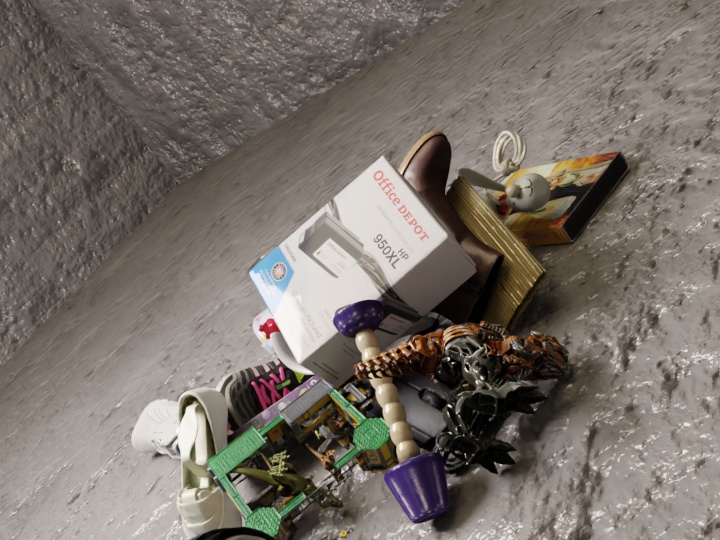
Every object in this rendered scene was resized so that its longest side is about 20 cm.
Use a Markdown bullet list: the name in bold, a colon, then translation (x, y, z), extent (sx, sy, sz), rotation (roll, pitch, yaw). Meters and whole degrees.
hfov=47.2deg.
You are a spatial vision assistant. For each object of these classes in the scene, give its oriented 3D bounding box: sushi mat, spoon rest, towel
- **sushi mat**: translation (0.135, -0.019, 0.937), extent (0.096, 0.012, 0.200), rotation (-61, 37, 26)
- **spoon rest**: translation (-0.009, 0.083, 0.956), extent (0.198, 0.061, 0.099), rotation (-14, -9, 26)
- **towel**: translation (-0.035, 0.049, 1.084), extent (0.198, 0.023, 0.145), rotation (-18, -3, -12)

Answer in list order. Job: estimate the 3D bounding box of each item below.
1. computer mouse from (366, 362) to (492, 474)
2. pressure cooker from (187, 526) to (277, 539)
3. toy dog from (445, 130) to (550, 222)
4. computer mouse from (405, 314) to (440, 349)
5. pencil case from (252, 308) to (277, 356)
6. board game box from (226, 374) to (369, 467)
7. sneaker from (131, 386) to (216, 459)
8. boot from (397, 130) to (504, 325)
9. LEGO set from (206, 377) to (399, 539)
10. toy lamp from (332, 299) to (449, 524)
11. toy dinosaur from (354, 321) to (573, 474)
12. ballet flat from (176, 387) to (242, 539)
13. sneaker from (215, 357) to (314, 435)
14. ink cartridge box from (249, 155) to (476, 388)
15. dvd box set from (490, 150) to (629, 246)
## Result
- **computer mouse**: translation (0.067, 0.128, 0.847), extent (0.139, 0.053, 0.199), rotation (-48, 21, -24)
- **pressure cooker**: translation (-0.118, 0.291, 0.616), extent (0.199, 0.179, 0.176), rotation (-29, 18, 24)
- **toy dog**: translation (0.134, -0.075, 1.025), extent (0.200, 0.096, 0.133), rotation (-55, 47, 43)
- **computer mouse**: translation (0.120, 0.040, 0.991), extent (0.200, 0.034, 0.059), rotation (-46, 5, -3)
- **pencil case**: translation (-0.065, 0.040, 1.194), extent (0.200, 0.083, 0.091), rotation (-44, 26, 14)
- **board game box**: translation (-0.090, 0.176, 0.964), extent (0.199, 0.032, 0.120), rotation (-35, -20, 7)
- **sneaker**: translation (-0.268, 0.231, 1.187), extent (0.199, 0.075, 0.087), rotation (-25, 27, 34)
- **boot**: translation (0.104, -0.046, 0.941), extent (0.166, 0.072, 0.202), rotation (28, 103, 43)
- **LEGO set**: translation (-0.048, 0.213, 0.822), extent (0.200, 0.116, 0.153), rotation (-42, 44, -23)
- **toy lamp**: translation (0.029, 0.127, 0.750), extent (0.058, 0.058, 0.201), rotation (-30, 63, 21)
- **toy dinosaur**: translation (0.098, 0.097, 0.736), extent (0.198, 0.103, 0.136), rotation (-14, 41, -2)
- **ballet flat**: translation (-0.170, 0.221, 0.877), extent (0.069, 0.069, 0.202), rotation (-24, 63, 33)
- **sneaker**: translation (-0.103, 0.142, 1.025), extent (0.087, 0.074, 0.200), rotation (-25, -2, 29)
- **ink cartridge box**: translation (0.000, 0.000, 0.878), extent (0.200, 0.084, 0.145), rotation (-40, 52, 7)
- **dvd box set**: translation (0.232, -0.088, 1.073), extent (0.146, 0.029, 0.199), rotation (-47, 21, -23)
